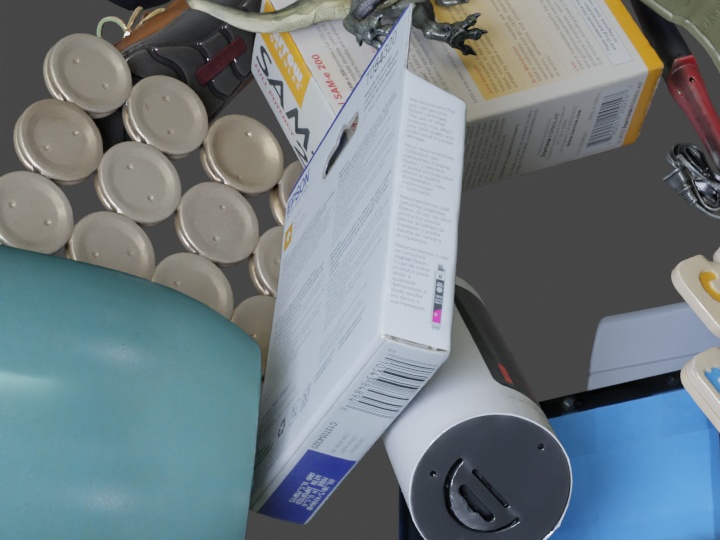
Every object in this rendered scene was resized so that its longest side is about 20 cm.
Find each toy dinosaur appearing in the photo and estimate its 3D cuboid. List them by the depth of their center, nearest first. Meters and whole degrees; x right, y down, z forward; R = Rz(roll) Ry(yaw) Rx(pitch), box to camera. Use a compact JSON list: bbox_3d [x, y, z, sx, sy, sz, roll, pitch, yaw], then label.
[{"bbox_3d":[0.013,-0.150,1.243,0.200,0.047,0.088,-21,45,-22],"label":"toy dinosaur"}]

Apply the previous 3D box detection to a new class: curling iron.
[{"bbox_3d":[0.185,-0.113,1.330,0.050,0.026,0.200,13,47,-31],"label":"curling iron"}]

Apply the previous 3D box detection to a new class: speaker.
[{"bbox_3d":[0.046,0.070,1.142,0.081,0.081,0.200,-12,21,-4],"label":"speaker"}]

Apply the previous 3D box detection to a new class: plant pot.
[{"bbox_3d":[-0.135,0.089,1.139,0.161,0.201,0.201,6,59,-6],"label":"plant pot"}]

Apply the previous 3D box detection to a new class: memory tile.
[{"bbox_3d":[-0.102,-0.035,1.246,0.200,0.017,0.153,28,54,-17],"label":"memory tile"}]

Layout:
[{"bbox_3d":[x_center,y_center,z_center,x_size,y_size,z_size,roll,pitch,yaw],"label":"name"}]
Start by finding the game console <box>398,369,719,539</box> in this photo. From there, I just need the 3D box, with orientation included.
[{"bbox_3d":[0.092,0.120,1.117,0.200,0.171,0.118,-15,83,20],"label":"game console"}]

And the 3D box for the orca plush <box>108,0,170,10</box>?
[{"bbox_3d":[-0.078,-0.222,1.411,0.105,0.071,0.200,-11,36,51],"label":"orca plush"}]

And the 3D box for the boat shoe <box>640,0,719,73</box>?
[{"bbox_3d":[0.234,-0.148,1.324,0.200,0.075,0.068,47,43,9],"label":"boat shoe"}]

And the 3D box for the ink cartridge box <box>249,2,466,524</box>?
[{"bbox_3d":[0.000,0.000,1.149,0.043,0.196,0.200,17,56,-13],"label":"ink cartridge box"}]

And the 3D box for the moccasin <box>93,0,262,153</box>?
[{"bbox_3d":[-0.110,-0.126,1.333,0.201,0.074,0.078,-47,27,-26],"label":"moccasin"}]

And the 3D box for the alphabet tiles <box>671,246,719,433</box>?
[{"bbox_3d":[0.247,0.063,1.158,0.200,0.015,0.196,-19,65,-47],"label":"alphabet tiles"}]

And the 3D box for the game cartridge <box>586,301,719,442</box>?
[{"bbox_3d":[0.187,0.100,1.186,0.133,0.040,0.200,-14,53,11],"label":"game cartridge"}]

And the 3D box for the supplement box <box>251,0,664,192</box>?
[{"bbox_3d":[0.054,-0.115,1.298,0.200,0.074,0.126,-16,59,-20],"label":"supplement box"}]
